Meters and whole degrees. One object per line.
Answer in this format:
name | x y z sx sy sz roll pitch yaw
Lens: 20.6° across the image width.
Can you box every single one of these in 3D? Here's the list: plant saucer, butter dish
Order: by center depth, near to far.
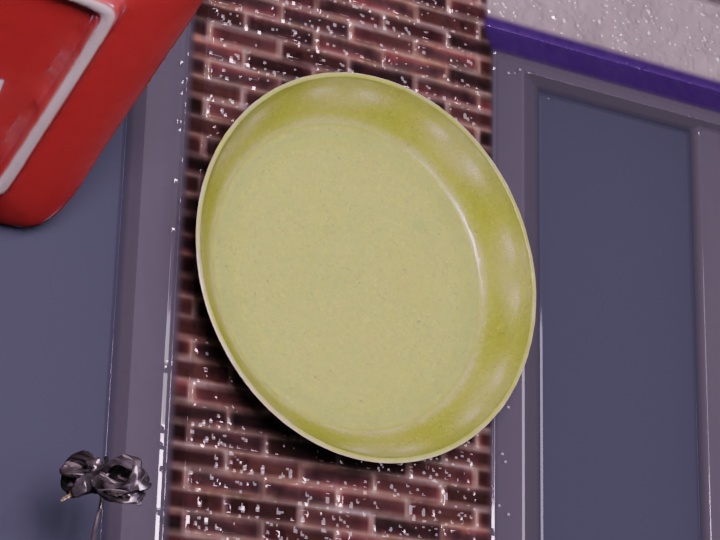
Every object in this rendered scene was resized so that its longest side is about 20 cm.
butter dish | -0.189 -0.140 0.857 0.198 0.200 0.149 16 45 -28
plant saucer | 0.000 0.000 1.001 0.198 0.031 0.202 9 71 -29

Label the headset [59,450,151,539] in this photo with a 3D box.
headset | -0.081 0.170 0.862 0.123 0.094 0.202 -31 104 -35
